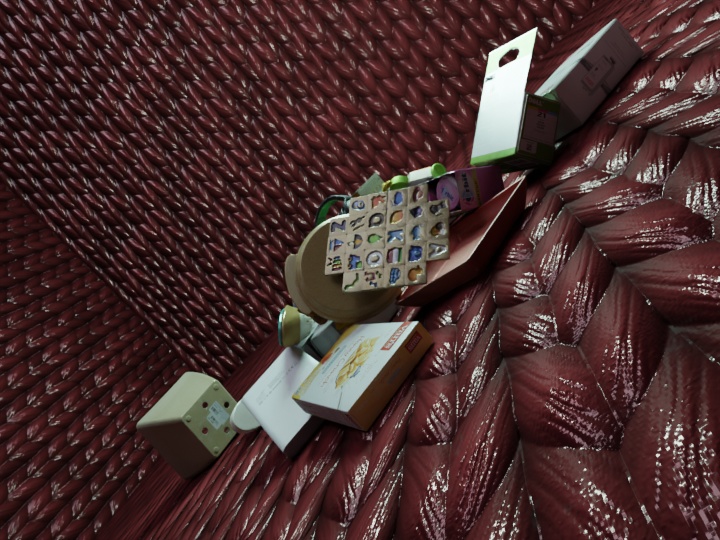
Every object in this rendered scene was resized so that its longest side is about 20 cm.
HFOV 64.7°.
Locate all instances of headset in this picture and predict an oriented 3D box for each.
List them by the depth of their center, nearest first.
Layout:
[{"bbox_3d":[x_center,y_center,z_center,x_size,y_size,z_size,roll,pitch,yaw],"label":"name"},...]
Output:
[{"bbox_3d":[-0.018,-0.075,1.097,0.093,0.197,0.127,-14,-66,-52],"label":"headset"}]

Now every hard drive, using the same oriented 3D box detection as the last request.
[{"bbox_3d":[-0.109,0.199,0.907,0.132,0.027,0.199,-48,27,-14],"label":"hard drive"}]

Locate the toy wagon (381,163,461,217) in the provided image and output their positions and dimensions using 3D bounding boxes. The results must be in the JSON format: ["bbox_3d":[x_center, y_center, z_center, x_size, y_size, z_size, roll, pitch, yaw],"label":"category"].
[{"bbox_3d":[0.138,-0.161,1.165,0.156,0.196,0.040,128,151,-55],"label":"toy wagon"}]

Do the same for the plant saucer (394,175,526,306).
[{"bbox_3d":[0.158,-0.031,0.860,0.201,0.037,0.199,-51,7,-33],"label":"plant saucer"}]

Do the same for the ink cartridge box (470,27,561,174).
[{"bbox_3d":[0.268,-0.279,0.965,0.147,0.074,0.205,-168,88,-71],"label":"ink cartridge box"}]

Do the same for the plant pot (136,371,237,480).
[{"bbox_3d":[-0.408,0.386,1.448,0.175,0.201,0.201,-23,20,46],"label":"plant pot"}]

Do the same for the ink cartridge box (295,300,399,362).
[{"bbox_3d":[-0.036,0.114,1.041,0.200,0.084,0.145,-40,8,49],"label":"ink cartridge box"}]

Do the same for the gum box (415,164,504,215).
[{"bbox_3d":[0.147,-0.128,1.019,0.112,0.068,0.198,-14,1,-33],"label":"gum box"}]

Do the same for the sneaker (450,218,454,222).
[{"bbox_3d":[0.203,-0.190,1.269,0.200,0.114,0.073,-44,4,1],"label":"sneaker"}]

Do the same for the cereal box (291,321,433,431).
[{"bbox_3d":[-0.004,0.133,0.756,0.144,0.040,0.199,-49,14,-24],"label":"cereal box"}]

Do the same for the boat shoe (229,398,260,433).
[{"bbox_3d":[-0.240,0.316,1.276,0.093,0.075,0.200,-50,-5,29],"label":"boat shoe"}]

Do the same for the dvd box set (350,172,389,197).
[{"bbox_3d":[0.069,-0.105,1.200,0.029,0.200,0.147,-38,8,30],"label":"dvd box set"}]

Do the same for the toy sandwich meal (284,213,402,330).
[{"bbox_3d":[-0.020,0.005,0.914,0.205,0.204,0.071,-46,-22,-13],"label":"toy sandwich meal"}]

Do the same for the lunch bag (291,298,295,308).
[{"bbox_3d":[-0.058,0.048,1.212,0.157,0.084,0.200,-18,-13,11],"label":"lunch bag"}]

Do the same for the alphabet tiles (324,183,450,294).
[{"bbox_3d":[0.039,-0.049,0.857,0.195,0.006,0.170,-8,60,21],"label":"alphabet tiles"}]

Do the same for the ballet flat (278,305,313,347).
[{"bbox_3d":[-0.114,0.093,1.020,0.200,0.061,0.071,-141,51,-82],"label":"ballet flat"}]

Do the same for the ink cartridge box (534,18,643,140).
[{"bbox_3d":[0.384,-0.327,1.021,0.200,0.083,0.146,-47,6,-14],"label":"ink cartridge box"}]
